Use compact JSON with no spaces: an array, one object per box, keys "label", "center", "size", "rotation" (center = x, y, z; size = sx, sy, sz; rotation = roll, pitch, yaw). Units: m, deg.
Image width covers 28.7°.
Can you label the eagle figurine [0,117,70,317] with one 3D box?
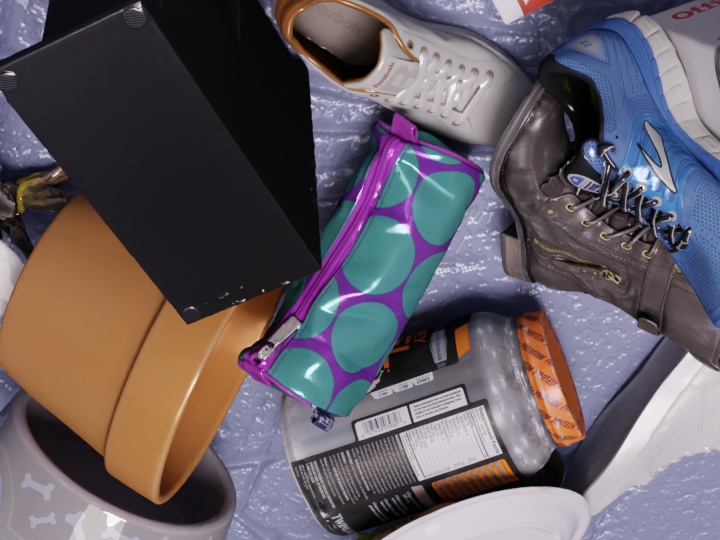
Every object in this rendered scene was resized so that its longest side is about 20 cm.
[{"label":"eagle figurine","center":[-0.277,-0.076,0.895],"size":[0.150,0.200,0.152],"rotation":[31,84,26]}]

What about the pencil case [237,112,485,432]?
[{"label":"pencil case","center":[0.000,0.000,0.933],"size":[0.092,0.085,0.201],"rotation":[26,94,-54]}]

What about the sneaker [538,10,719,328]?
[{"label":"sneaker","center":[0.164,-0.050,0.813],"size":[0.089,0.201,0.079],"rotation":[-21,161,-19]}]

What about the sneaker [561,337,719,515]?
[{"label":"sneaker","center":[0.244,0.128,1.048],"size":[0.115,0.074,0.201],"rotation":[29,116,-12]}]

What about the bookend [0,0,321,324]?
[{"label":"bookend","center":[-0.109,-0.114,0.814],"size":[0.091,0.200,0.200],"rotation":[-21,131,14]}]

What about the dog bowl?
[{"label":"dog bowl","center":[-0.177,0.148,1.000],"size":[0.199,0.200,0.059],"rotation":[28,107,-15]}]

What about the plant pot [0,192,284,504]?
[{"label":"plant pot","center":[-0.148,0.035,0.942],"size":[0.139,0.200,0.201],"rotation":[26,119,4]}]

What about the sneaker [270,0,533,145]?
[{"label":"sneaker","center":[0.030,-0.123,0.896],"size":[0.199,0.085,0.073],"rotation":[24,118,-17]}]

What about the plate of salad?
[{"label":"plate of salad","center":[0.071,0.202,1.020],"size":[0.198,0.048,0.201],"rotation":[-15,145,-11]}]

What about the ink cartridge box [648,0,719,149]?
[{"label":"ink cartridge box","center":[0.275,-0.105,0.813],"size":[0.145,0.200,0.085],"rotation":[-21,121,-21]}]

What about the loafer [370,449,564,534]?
[{"label":"loafer","center":[0.066,0.190,1.092],"size":[0.199,0.068,0.076],"rotation":[-35,128,2]}]

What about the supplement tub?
[{"label":"supplement tub","center":[0.053,0.105,1.009],"size":[0.198,0.123,0.123],"rotation":[-20,119,12]}]

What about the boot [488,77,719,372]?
[{"label":"boot","center":[0.175,-0.027,0.902],"size":[0.173,0.069,0.201],"rotation":[24,152,25]}]

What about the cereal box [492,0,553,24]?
[{"label":"cereal box","center":[0.142,-0.256,0.841],"size":[0.199,0.040,0.144],"rotation":[-26,117,16]}]
